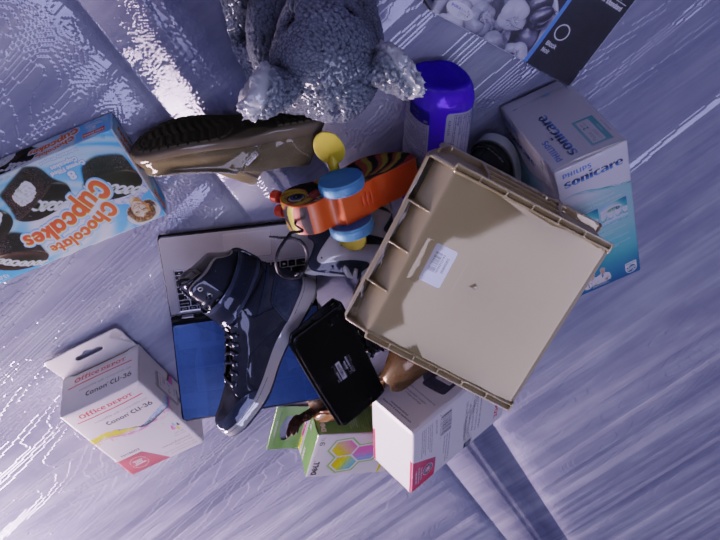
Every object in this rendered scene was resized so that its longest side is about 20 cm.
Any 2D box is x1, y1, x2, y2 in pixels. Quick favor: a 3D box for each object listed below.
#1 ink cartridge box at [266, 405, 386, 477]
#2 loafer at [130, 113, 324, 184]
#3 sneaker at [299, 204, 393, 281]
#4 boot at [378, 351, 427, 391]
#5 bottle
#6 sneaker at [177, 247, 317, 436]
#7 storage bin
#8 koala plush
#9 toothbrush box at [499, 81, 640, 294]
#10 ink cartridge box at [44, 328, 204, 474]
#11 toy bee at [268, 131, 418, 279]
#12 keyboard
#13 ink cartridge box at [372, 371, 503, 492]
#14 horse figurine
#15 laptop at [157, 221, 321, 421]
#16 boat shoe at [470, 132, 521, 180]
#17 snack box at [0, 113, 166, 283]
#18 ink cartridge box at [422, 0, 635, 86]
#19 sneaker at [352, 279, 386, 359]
[{"bbox_3d":[-0.035,0.260,1.128,0.199,0.059,0.104,2,130,-19],"label":"ink cartridge box"},{"bbox_3d":[-0.131,-0.121,0.757,0.199,0.076,0.068,-10,126,-9],"label":"loafer"},{"bbox_3d":[0.000,0.000,0.853,0.129,0.080,0.200,-25,98,8],"label":"sneaker"},{"bbox_3d":[0.081,0.103,0.974,0.076,0.074,0.200,-57,162,22],"label":"boot"},{"bbox_3d":[0.081,-0.125,0.817,0.065,0.084,0.201,-9,131,-12],"label":"bottle"},{"bbox_3d":[-0.155,0.074,0.830,0.146,0.077,0.203,27,84,-28],"label":"sneaker"},{"bbox_3d":[0.114,0.004,0.750,0.198,0.094,0.201,27,108,-2],"label":"storage bin"},{"bbox_3d":[-0.034,-0.191,0.636,0.176,0.200,0.185,-9,127,-10],"label":"koala plush"},{"bbox_3d":[0.244,-0.094,0.854,0.085,0.147,0.200,-25,132,3],"label":"toothbrush box"},{"bbox_3d":[-0.306,0.174,0.961,0.116,0.068,0.200,-26,133,5],"label":"ink cartridge box"},{"bbox_3d":[-0.039,-0.078,0.760,0.199,0.108,0.132,-13,114,-43],"label":"toy bee"},{"bbox_3d":[-0.022,0.104,0.906,0.104,0.040,0.200,-36,138,-12],"label":"keyboard"},{"bbox_3d":[0.116,0.194,1.051,0.200,0.084,0.145,-32,140,-29],"label":"ink cartridge box"},{"bbox_3d":[-0.017,0.188,1.060,0.199,0.050,0.133,-16,167,-10],"label":"horse figurine"},{"bbox_3d":[-0.134,0.059,0.885,0.186,0.116,0.201,-7,132,-12],"label":"laptop"},{"bbox_3d":[0.166,-0.068,0.893,0.060,0.075,0.200,-46,128,-26],"label":"boat shoe"},{"bbox_3d":[-0.319,-0.072,0.766,0.199,0.037,0.116,-23,133,2],"label":"snack box"},{"bbox_3d":[0.194,-0.307,0.725,0.197,0.043,0.200,17,121,-29],"label":"ink cartridge box"},{"bbox_3d":[0.017,0.086,0.987,0.085,0.077,0.200,12,126,-31],"label":"sneaker"}]
